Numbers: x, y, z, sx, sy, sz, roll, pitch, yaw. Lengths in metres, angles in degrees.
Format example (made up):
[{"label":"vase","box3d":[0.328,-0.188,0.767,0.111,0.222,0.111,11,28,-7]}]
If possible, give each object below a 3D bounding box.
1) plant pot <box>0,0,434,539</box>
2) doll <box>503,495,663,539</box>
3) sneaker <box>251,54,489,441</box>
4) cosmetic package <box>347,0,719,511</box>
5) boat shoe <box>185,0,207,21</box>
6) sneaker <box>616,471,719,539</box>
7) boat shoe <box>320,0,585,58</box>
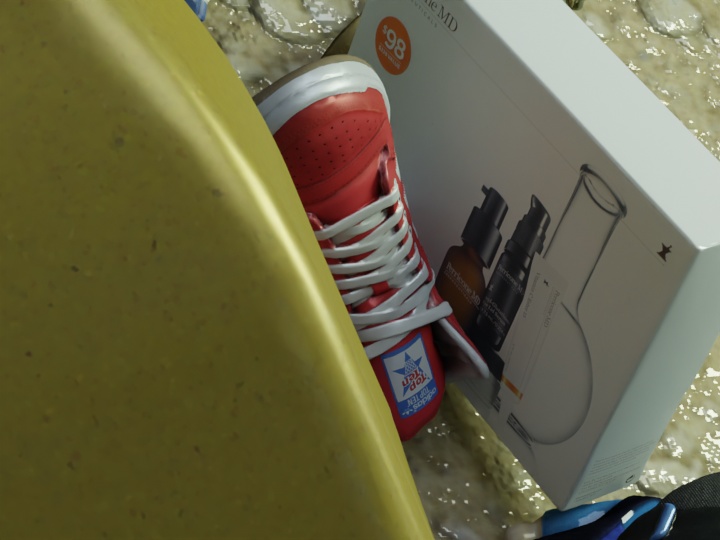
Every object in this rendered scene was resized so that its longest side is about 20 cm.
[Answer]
[{"label":"plant pot","box3d":[-0.101,0.012,0.619,0.194,0.201,0.194,-19,18,-1]},{"label":"doll","box3d":[0.089,0.127,0.867,0.199,0.049,0.136,-18,25,-30]},{"label":"sneaker","box3d":[0.000,0.000,0.865,0.071,0.200,0.113,-26,72,-6]},{"label":"cosmetic package","box3d":[0.064,-0.026,0.916,0.051,0.151,0.200,-14,52,-37]},{"label":"boat shoe","box3d":[-0.134,-0.054,0.803,0.201,0.072,0.072,-54,126,-17]},{"label":"sneaker","box3d":[0.187,0.117,0.797,0.198,0.073,0.112,8,39,3]},{"label":"boat shoe","box3d":[0.066,-0.120,1.075,0.200,0.073,0.063,-32,81,-39]}]
